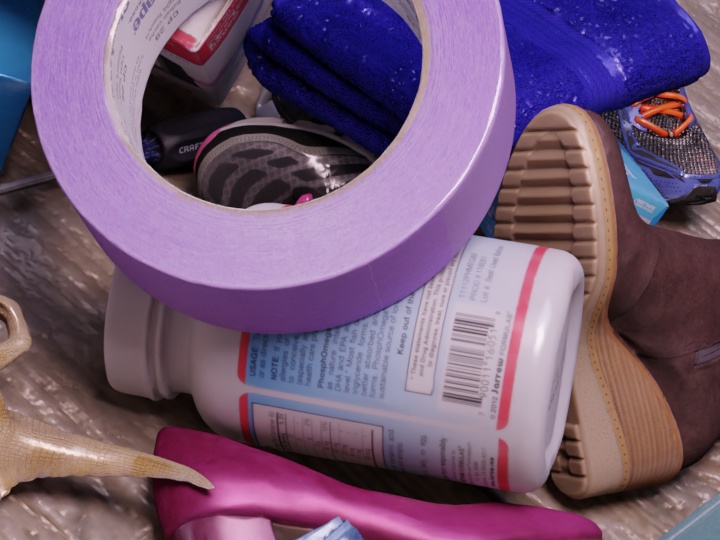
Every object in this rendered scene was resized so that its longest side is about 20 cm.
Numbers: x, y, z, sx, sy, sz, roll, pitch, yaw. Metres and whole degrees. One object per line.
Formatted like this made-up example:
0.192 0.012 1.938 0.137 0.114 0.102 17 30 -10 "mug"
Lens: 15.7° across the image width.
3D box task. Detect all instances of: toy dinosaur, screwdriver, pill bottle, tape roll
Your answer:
-0.167 0.066 1.111 0.199 0.058 0.102 3 58 -15 "toy dinosaur"
-0.130 -0.054 1.265 0.200 0.029 0.028 -15 54 -46 "screwdriver"
-0.007 0.030 1.156 0.199 0.109 0.109 10 38 10 "pill bottle"
-0.035 -0.078 1.103 0.199 0.066 0.201 -2 71 6 "tape roll"

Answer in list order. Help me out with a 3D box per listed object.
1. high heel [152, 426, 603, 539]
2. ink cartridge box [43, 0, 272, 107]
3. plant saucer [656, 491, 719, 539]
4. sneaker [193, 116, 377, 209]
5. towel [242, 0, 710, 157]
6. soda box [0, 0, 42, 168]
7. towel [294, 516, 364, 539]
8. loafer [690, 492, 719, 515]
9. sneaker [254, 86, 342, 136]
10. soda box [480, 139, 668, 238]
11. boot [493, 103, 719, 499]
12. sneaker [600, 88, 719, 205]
0.009 0.100 1.145 0.199 0.067 0.096 -2 57 -27 "high heel"
-0.115 -0.159 1.267 0.147 0.086 0.200 29 -5 2 "ink cartridge box"
0.185 0.117 1.162 0.070 0.200 0.019 53 1 32 "plant saucer"
0.000 0.000 1.248 0.200 0.074 0.087 35 33 2 "sneaker"
0.059 -0.114 1.272 0.200 0.050 0.147 -24 42 -39 "towel"
-0.255 -0.112 1.223 0.199 0.064 0.068 15 41 -15 "soda box"
-0.056 0.181 1.009 0.199 0.049 0.112 -23 73 -35 "towel"
0.225 0.125 1.253 0.199 0.075 0.070 0 31 -33 "loafer"
-0.009 -0.142 1.384 0.066 0.091 0.201 23 39 -16 "sneaker"
0.078 -0.071 1.335 0.068 0.064 0.200 23 22 -32 "soda box"
0.146 0.000 1.252 0.166 0.201 0.072 -22 25 -37 "boot"
0.146 -0.113 1.454 0.075 0.079 0.200 -3 48 -31 "sneaker"
